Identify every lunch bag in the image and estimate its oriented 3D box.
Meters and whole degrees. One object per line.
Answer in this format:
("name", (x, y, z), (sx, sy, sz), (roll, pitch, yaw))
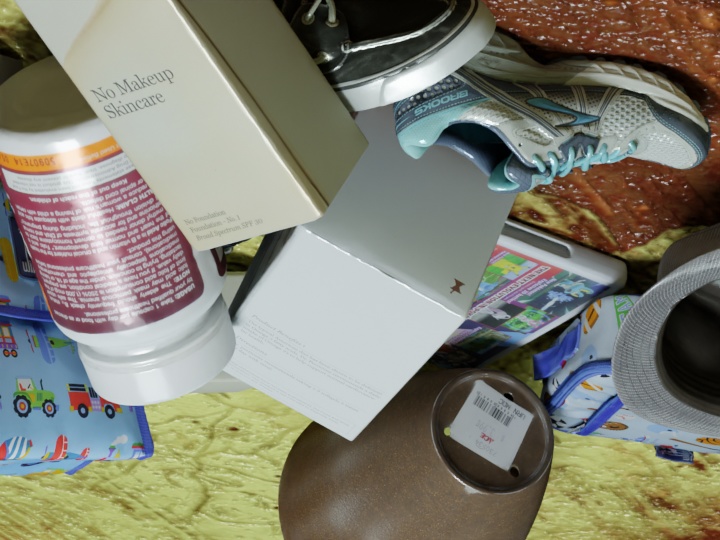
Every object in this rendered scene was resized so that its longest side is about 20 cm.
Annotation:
("lunch bag", (-0.224, 0.026, 1.682), (0.094, 0.200, 0.150), (-14, 167, 41))
("lunch bag", (0.205, 0.076, 1.837), (0.160, 0.076, 0.200), (9, 163, -7))

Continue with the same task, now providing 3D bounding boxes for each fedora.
("fedora", (0.257, 0.022, 1.690), (0.200, 0.090, 0.177), (-1, 133, 1))

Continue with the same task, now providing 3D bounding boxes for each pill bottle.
("pill bottle", (-0.147, -0.026, 1.606), (0.114, 0.114, 0.200), (-4, 122, 21))

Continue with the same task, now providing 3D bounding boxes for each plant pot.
("plant pot", (0.058, 0.146, 1.906), (0.187, 0.187, 0.200), (14, 153, -15))

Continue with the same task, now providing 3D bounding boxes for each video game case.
("video game case", (0.053, 0.008, 1.819), (0.182, 0.023, 0.200), (20, 150, -25))

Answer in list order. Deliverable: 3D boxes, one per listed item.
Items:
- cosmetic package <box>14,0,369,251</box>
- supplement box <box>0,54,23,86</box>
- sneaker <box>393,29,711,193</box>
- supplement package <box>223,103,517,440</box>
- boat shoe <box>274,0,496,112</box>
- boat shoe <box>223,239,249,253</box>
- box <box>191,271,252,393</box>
("cosmetic package", (-0.095, -0.115, 1.458), (0.103, 0.073, 0.200), (-16, 121, 39))
("supplement box", (-0.317, -0.095, 1.622), (0.200, 0.061, 0.109), (-7, 171, 28))
("sneaker", (0.109, -0.079, 1.554), (0.200, 0.086, 0.078), (13, 154, -11))
("supplement package", (0.000, 0.000, 1.669), (0.117, 0.117, 0.200), (30, 147, -7))
("boat shoe", (-0.021, -0.130, 1.500), (0.200, 0.071, 0.064), (-12, 125, 28))
("boat shoe", (-0.087, -0.045, 1.699), (0.074, 0.060, 0.200), (18, 152, -22))
("box", (-0.165, 0.043, 1.811), (0.200, 0.082, 0.068), (2, 168, -26))
